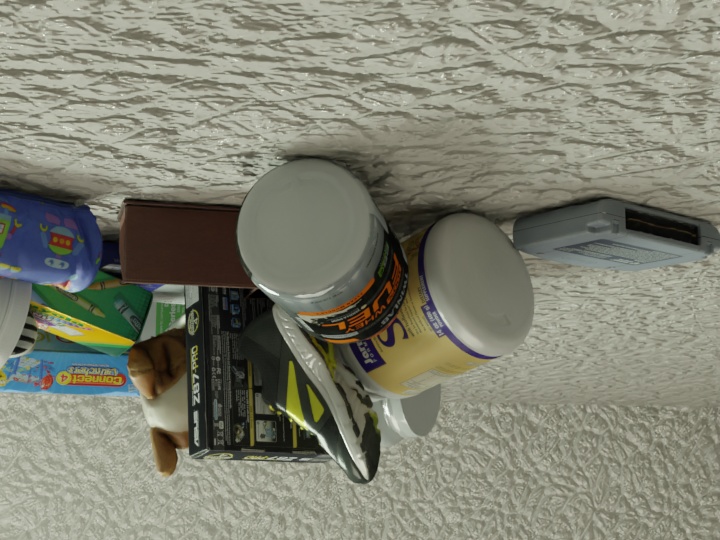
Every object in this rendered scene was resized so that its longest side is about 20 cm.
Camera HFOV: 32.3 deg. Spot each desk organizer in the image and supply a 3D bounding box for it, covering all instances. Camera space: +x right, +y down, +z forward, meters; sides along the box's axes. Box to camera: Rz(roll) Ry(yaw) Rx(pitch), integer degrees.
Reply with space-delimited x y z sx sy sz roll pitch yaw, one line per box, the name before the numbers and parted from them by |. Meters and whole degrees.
desk organizer | -0.136 -0.017 1.211 0.196 0.078 0.072 3 169 -15

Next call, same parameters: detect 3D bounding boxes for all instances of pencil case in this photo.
pencil case | -0.319 -0.037 1.102 0.077 0.088 0.198 22 -175 42

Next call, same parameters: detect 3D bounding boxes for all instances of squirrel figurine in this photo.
squirrel figurine | -0.148 0.114 1.379 0.183 0.144 0.200 -13 -161 -3

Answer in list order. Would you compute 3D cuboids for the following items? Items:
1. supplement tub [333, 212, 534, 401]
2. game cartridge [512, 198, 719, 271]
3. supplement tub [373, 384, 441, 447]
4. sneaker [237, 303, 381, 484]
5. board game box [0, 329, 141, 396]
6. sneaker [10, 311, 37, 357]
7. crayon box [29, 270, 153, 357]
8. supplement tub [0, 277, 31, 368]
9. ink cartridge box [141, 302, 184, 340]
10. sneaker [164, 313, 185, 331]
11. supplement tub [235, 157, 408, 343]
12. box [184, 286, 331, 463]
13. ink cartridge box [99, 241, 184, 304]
supplement tub | 0.061 0.043 1.255 0.144 0.148 0.199 9 151 -42
game cartridge | 0.253 -0.033 1.256 0.198 0.042 0.132 9 170 -40
supplement tub | -0.015 0.142 1.519 0.197 0.148 0.144 -5 169 28
sneaker | -0.049 0.123 1.222 0.084 0.202 0.074 -26 -176 20
board game box | -0.368 0.075 1.483 0.193 0.057 0.200 4 -157 -22
sneaker | -0.433 0.056 1.301 0.197 0.076 0.116 19 164 -4
crayon box | -0.329 0.024 1.319 0.198 0.059 0.119 23 161 -16
supplement tub | -0.417 0.014 1.132 0.198 0.134 0.131 25 156 -37
ink cartridge box | -0.313 0.079 1.698 0.196 0.086 0.146 -1 169 4
sneaker | -0.160 0.072 1.498 0.080 0.078 0.199 -7 170 -42
supplement tub | -0.025 -0.008 1.091 0.120 0.125 0.200 -3 163 14
box | -0.100 0.091 1.273 0.159 0.203 0.049 6 159 -32
ink cartridge box | -0.226 0.002 1.407 0.195 0.048 0.199 8 166 -31
